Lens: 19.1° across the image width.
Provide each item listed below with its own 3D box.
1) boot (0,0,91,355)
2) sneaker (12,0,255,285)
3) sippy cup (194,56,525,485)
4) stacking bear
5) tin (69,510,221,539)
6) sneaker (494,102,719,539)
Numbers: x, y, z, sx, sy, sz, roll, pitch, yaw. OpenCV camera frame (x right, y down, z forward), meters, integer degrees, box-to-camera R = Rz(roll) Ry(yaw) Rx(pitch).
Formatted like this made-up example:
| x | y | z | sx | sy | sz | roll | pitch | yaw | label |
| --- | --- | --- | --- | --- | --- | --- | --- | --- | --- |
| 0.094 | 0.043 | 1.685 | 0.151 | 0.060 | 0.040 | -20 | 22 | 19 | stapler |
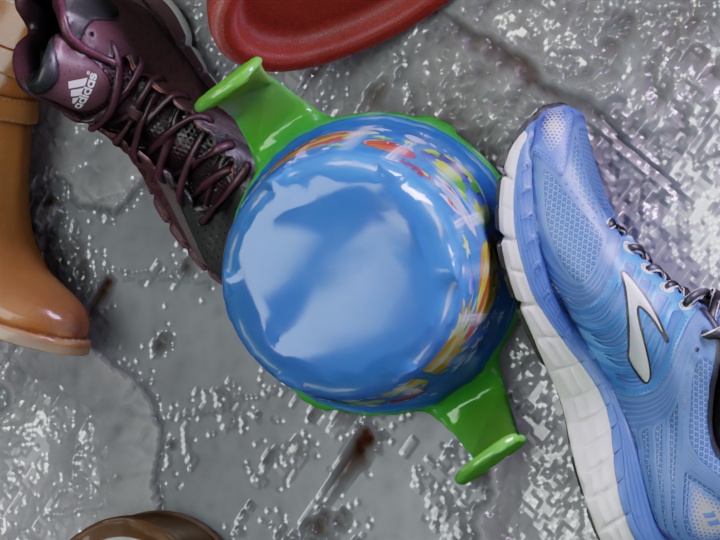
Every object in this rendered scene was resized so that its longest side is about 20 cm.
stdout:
| x | y | z | sx | sy | sz | roll | pitch | yaw | label |
| --- | --- | --- | --- | --- | --- | --- | --- | --- | --- |
| -0.184 | -0.059 | 1.070 | 0.200 | 0.074 | 0.155 | 33 | 99 | 25 | boot |
| -0.101 | -0.062 | 0.994 | 0.076 | 0.115 | 0.200 | -48 | 65 | 18 | sneaker |
| 0.000 | 0.000 | 0.899 | 0.177 | 0.130 | 0.140 | 20 | 96 | 6 | sippy cup |
| -0.050 | -0.202 | 0.986 | 0.114 | 0.121 | 0.201 | -33 | 61 | 17 | stacking bear |
| -0.095 | 0.214 | 1.016 | 0.112 | 0.042 | 0.201 | -24 | 75 | 31 | tin |
| 0.120 | 0.022 | 0.890 | 0.089 | 0.079 | 0.201 | -22 | 83 | 20 | sneaker |
